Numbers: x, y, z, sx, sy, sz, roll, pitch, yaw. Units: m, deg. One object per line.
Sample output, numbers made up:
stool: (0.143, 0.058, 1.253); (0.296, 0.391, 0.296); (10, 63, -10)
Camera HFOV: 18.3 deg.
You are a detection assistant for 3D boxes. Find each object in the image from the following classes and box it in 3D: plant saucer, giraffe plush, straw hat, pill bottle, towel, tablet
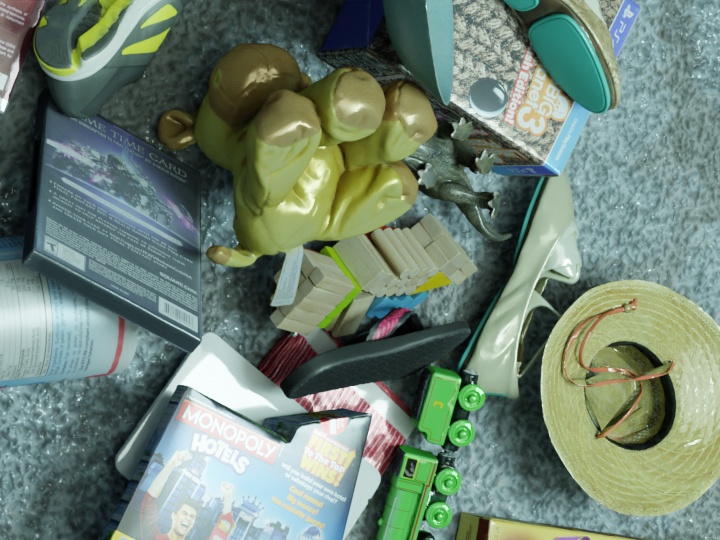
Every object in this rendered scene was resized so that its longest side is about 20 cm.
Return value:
plant saucer: (0.039, -0.219, 1.622); (0.038, 0.201, 0.202); (-3, 95, 9)
giraffe plush: (-0.060, -0.101, 1.675); (0.172, 0.162, 0.200); (5, 129, -40)
straw hat: (0.216, 0.104, 1.873); (0.200, 0.085, 0.202); (1, 88, -25)
pill bottle: (-0.268, 0.032, 1.613); (0.199, 0.109, 0.109); (-6, 96, -26)
towel: (-0.054, 0.153, 1.776); (0.144, 0.023, 0.200); (45, 74, -22)
tablet: (-0.084, 0.156, 1.741); (0.200, 0.014, 0.130); (42, 74, -24)

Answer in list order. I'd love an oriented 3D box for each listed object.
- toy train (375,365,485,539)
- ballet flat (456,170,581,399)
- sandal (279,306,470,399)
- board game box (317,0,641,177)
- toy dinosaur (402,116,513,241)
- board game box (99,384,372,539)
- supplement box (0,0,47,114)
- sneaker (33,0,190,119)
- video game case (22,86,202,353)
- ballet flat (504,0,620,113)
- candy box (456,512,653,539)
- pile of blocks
toy train: (0.050, 0.173, 1.806); (0.056, 0.042, 0.201); (14, 97, -12)
ballet flat: (0.146, 0.014, 1.840); (0.069, 0.069, 0.201); (25, 88, -25)
sandal: (0.012, 0.057, 1.760); (0.199, 0.075, 0.045); (-9, 64, -45)
board game box: (0.096, -0.192, 1.789); (0.200, 0.097, 0.160); (30, 80, -24)
toy dinosaur: (0.057, -0.088, 1.781); (0.200, 0.102, 0.077); (23, 93, -40)
board game box: (-0.085, 0.173, 1.700); (0.200, 0.062, 0.201); (32, 77, -25)
supplement box: (-0.279, -0.225, 1.619); (0.108, 0.061, 0.201); (23, 84, -26)
sneaker: (-0.176, -0.192, 1.675); (0.074, 0.085, 0.200); (31, 54, 18)
video game case: (-0.177, -0.040, 1.626); (0.143, 0.200, 0.019); (30, 120, -25)
ballet flat: (0.149, -0.212, 1.725); (0.200, 0.070, 0.065); (51, 58, -23)
candy box: (0.171, 0.274, 1.877); (0.199, 0.056, 0.117); (11, 87, -28)
pile of blocks: (0.000, 0.000, 1.779); (0.199, 0.082, 0.062); (-10, 53, -40)
